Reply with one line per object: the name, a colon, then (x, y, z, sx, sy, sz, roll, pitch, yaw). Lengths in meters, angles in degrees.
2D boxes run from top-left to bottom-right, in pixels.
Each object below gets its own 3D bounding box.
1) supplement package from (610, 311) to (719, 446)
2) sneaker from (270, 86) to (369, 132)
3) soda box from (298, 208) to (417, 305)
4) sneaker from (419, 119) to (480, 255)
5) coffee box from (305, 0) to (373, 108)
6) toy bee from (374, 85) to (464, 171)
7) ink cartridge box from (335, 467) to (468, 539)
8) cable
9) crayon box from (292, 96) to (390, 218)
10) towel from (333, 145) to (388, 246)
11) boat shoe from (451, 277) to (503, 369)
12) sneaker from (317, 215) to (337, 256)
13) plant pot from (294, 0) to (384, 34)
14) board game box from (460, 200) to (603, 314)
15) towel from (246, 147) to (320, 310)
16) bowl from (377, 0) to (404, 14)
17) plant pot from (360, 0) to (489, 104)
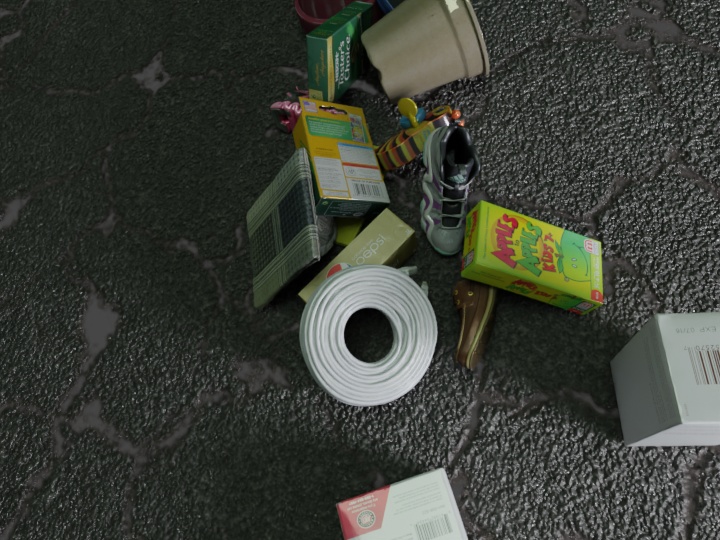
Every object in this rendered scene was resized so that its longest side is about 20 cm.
supplement package: (0.385, 0.135, 0.614, 0.115, 0.201, 0.119, -4, 65, 9)
sneaker: (-0.068, -0.301, 0.980, 0.197, 0.079, 0.096, 18, 59, 17)
soda box: (0.000, 0.000, 0.827, 0.200, 0.064, 0.068, -45, 65, -10)
sneaker: (0.137, -0.124, 0.785, 0.076, 0.140, 0.204, -7, 92, -7)
coffee box: (-0.034, -0.392, 0.946, 0.043, 0.124, 0.201, 17, 44, 15)
toy bee: (0.114, -0.245, 0.879, 0.202, 0.130, 0.108, -60, 31, -4)
ink cartridge box: (0.068, 0.366, 0.634, 0.143, 0.084, 0.202, -18, 63, 2)
cable: (0.013, 0.092, 0.743, 0.196, 0.069, 0.204, -2, 86, -10)
crayon box: (-0.037, -0.184, 0.861, 0.124, 0.052, 0.203, 1, 62, -29)
towel: (-0.011, -0.136, 0.920, 0.085, 0.018, 0.202, 17, 71, 24)
boat shoe: (0.168, 0.048, 0.773, 0.067, 0.072, 0.202, 11, 62, 21)
sneaker: (-0.094, -0.096, 0.883, 0.098, 0.078, 0.202, -14, 51, 23)
plant pot: (-0.053, -0.593, 1.037, 0.197, 0.179, 0.203, -6, 63, 13)
board game box: (0.246, -0.017, 0.748, 0.197, 0.048, 0.103, 17, 63, -10)
towel: (-0.124, -0.060, 0.835, 0.199, 0.034, 0.195, -36, 56, 45)
bowl: (0.109, -0.566, 1.019, 0.198, 0.039, 0.204, 0, 90, -24)
plant pot: (0.105, -0.402, 0.935, 0.181, 0.200, 0.203, -24, 63, 11)
